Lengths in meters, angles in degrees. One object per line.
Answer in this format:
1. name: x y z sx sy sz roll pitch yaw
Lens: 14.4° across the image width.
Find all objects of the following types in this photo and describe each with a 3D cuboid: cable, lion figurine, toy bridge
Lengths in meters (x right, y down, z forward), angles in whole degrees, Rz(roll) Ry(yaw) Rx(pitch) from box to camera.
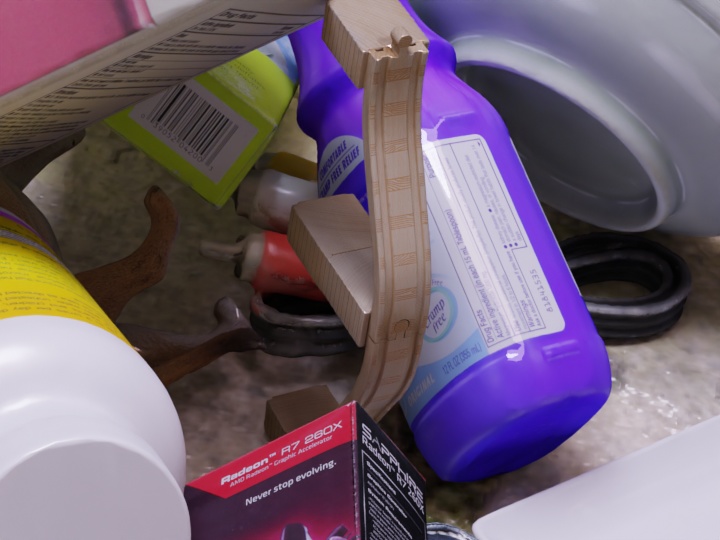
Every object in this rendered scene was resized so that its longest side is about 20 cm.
1. cable: 0.032 -0.001 1.107 0.198 0.051 0.097 7 36 1
2. lion figurine: -0.135 -0.003 1.069 0.122 0.073 0.200 -38 59 -10
3. toy bridge: 0.000 0.000 0.983 0.027 0.201 0.067 -11 43 -24

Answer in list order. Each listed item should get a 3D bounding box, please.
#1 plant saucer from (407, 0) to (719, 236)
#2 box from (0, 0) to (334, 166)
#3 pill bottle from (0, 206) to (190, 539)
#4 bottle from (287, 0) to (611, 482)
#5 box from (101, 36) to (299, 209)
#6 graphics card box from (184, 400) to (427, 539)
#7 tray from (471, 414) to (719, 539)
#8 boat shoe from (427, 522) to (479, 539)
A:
1. plant saucer: 0.085 -0.067 1.104 0.199 0.200 0.050 27 69 23
2. box: -0.118 -0.104 0.960 0.199 0.110 0.128 -24 -3 16
3. pill bottle: -0.119 0.051 0.925 0.104 0.105 0.200 -10 22 -19
4. bottle: 0.024 -0.025 1.056 0.065 0.084 0.201 -11 69 -32
5. box: -0.078 -0.103 1.134 0.122 0.048 0.200 37 18 -7
6. graphics card box: -0.038 0.143 0.876 0.125 0.051 0.201 -26 37 19
7. tray: 0.147 0.097 1.025 0.199 0.022 0.107 -20 45 -29
8. boat shoe: 0.051 0.125 0.909 0.070 0.091 0.201 2 33 -19
